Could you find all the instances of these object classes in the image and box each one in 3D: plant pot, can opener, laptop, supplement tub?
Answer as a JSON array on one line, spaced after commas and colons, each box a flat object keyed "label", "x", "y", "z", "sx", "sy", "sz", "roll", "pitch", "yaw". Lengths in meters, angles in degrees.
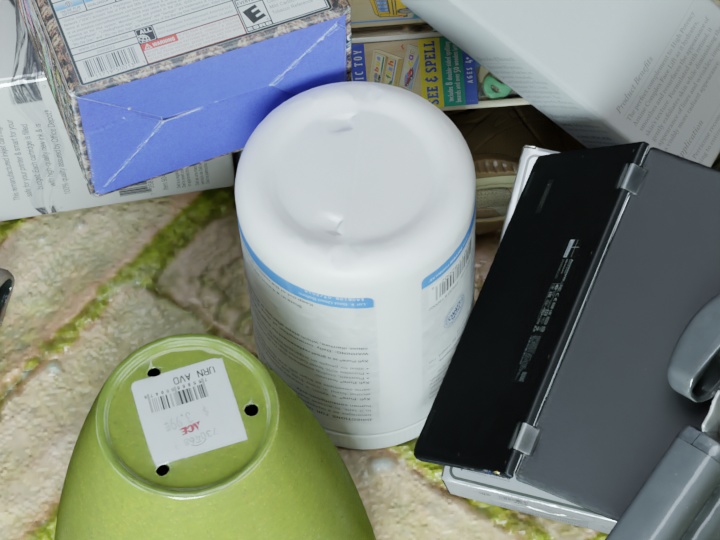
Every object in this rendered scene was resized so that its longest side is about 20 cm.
[{"label": "plant pot", "x": -0.085, "y": 0.123, "z": 1.195, "sx": 0.185, "sy": 0.200, "sz": 0.188, "roll": -1, "pitch": 59, "yaw": 2}, {"label": "can opener", "x": 0.158, "y": 0.094, "z": 1.103, "sx": 0.067, "sy": 0.053, "sz": 0.201, "roll": 30, "pitch": 83, "yaw": 47}, {"label": "laptop", "x": 0.146, "y": 0.042, "z": 1.191, "sx": 0.115, "sy": 0.200, "sz": 0.188, "roll": 27, "pitch": 80, "yaw": -19}, {"label": "supplement tub", "x": 0.000, "y": 0.000, "z": 1.267, "sx": 0.131, "sy": 0.200, "sz": 0.133, "roll": 0, "pitch": 58, "yaw": 1}]

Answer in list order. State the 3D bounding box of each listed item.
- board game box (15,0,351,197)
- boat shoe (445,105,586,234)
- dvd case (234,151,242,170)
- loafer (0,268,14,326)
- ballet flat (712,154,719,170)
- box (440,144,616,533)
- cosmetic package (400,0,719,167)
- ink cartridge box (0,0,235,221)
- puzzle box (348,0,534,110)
[{"label": "board game box", "x": -0.112, "y": -0.167, "z": 1.261, "sx": 0.158, "sy": 0.097, "sz": 0.201, "roll": -18, "pitch": 60, "yaw": -11}, {"label": "boat shoe", "x": 0.076, "y": -0.060, "z": 1.382, "sx": 0.198, "sy": 0.065, "sz": 0.072, "roll": -3, "pitch": 50, "yaw": -19}, {"label": "dvd case", "x": -0.055, "y": -0.136, "z": 1.387, "sx": 0.017, "sy": 0.143, "sz": 0.201, "roll": 4, "pitch": 57, "yaw": -18}, {"label": "loafer", "x": -0.241, "y": 0.074, "z": 1.308, "sx": 0.062, "sy": 0.072, "sz": 0.201, "roll": 3, "pitch": 57, "yaw": -3}, {"label": "ballet flat", "x": 0.222, "y": -0.051, "z": 1.370, "sx": 0.071, "sy": 0.072, "sz": 0.201, "roll": 25, "pitch": 63, "yaw": 16}, {"label": "box", "x": 0.126, "y": 0.041, "z": 1.286, "sx": 0.116, "sy": 0.060, "sz": 0.202, "roll": 12, "pitch": 79, "yaw": 10}, {"label": "cosmetic package", "x": 0.132, "y": -0.139, "z": 1.297, "sx": 0.200, "sy": 0.074, "sz": 0.102, "roll": 37, "pitch": 80, "yaw": -21}, {"label": "ink cartridge box", "x": -0.183, "y": -0.107, "z": 1.369, "sx": 0.198, "sy": 0.146, "sz": 0.085, "roll": -9, "pitch": 59, "yaw": -5}, {"label": "puzzle box", "x": 0.039, "y": -0.194, "z": 1.331, "sx": 0.132, "sy": 0.025, "sz": 0.202, "roll": -4, "pitch": 97, "yaw": 3}]
